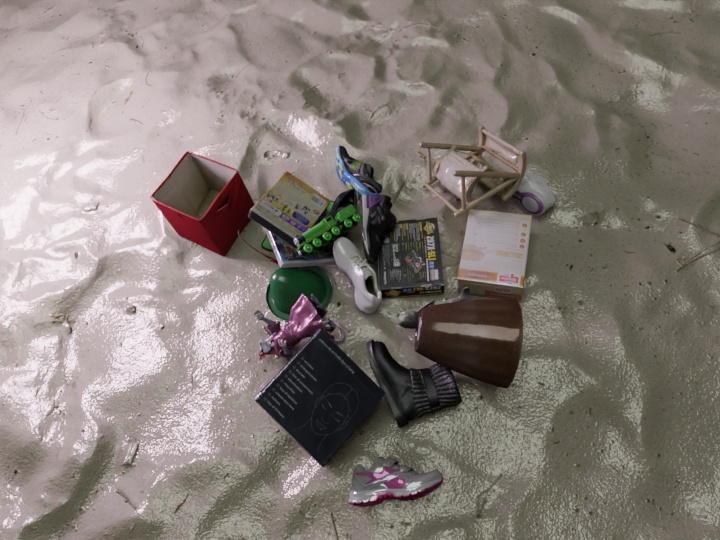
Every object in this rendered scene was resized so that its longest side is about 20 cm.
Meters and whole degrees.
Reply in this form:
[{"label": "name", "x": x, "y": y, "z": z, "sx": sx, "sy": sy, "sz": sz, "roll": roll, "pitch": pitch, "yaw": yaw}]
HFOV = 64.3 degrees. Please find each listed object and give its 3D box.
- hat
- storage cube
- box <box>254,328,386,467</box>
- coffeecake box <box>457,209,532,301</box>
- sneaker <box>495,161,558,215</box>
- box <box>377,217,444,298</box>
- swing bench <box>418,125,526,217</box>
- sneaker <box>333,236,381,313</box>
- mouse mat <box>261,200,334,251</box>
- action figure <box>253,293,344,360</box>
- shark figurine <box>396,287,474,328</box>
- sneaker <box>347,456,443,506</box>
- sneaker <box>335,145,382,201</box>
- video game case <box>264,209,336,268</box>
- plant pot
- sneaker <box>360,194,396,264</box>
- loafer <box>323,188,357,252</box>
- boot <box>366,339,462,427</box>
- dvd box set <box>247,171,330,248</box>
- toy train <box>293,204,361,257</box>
[{"label": "hat", "x": -0.181, "y": 0.011, "z": 1.380, "sx": 0.198, "sy": 0.177, "sz": 0.167, "roll": -5, "pitch": 58, "yaw": 7}, {"label": "storage cube", "x": -0.409, "y": -0.174, "z": 1.523, "sx": 0.199, "sy": 0.180, "sz": 0.172, "roll": 23, "pitch": 67, "yaw": 20}, {"label": "box", "x": -0.088, "y": 0.267, "z": 1.217, "sx": 0.200, "sy": 0.124, "sz": 0.197, "roll": 44, "pitch": 76, "yaw": 1}, {"label": "coffeecake box", "x": 0.324, "y": -0.040, "z": 1.384, "sx": 0.152, "sy": 0.073, "sz": 0.202, "roll": 8, "pitch": 63, "yaw": 15}, {"label": "sneaker", "x": 0.421, "y": -0.220, "z": 1.482, "sx": 0.099, "sy": 0.075, "sz": 0.200, "roll": -26, "pitch": 58, "yaw": -27}, {"label": "box", "x": 0.122, "y": -0.033, "z": 1.429, "sx": 0.158, "sy": 0.049, "sz": 0.202, "roll": -5, "pitch": 59, "yaw": 5}, {"label": "swing bench", "x": 0.279, "y": -0.254, "z": 1.444, "sx": 0.198, "sy": 0.131, "sz": 0.199, "roll": -17, "pitch": 36, "yaw": -13}, {"label": "sneaker", "x": 0.000, "y": 0.000, "z": 1.384, "sx": 0.070, "sy": 0.080, "sz": 0.201, "roll": -22, "pitch": 77, "yaw": -27}, {"label": "mouse mat", "x": -0.161, "y": -0.122, "z": 1.551, "sx": 0.160, "sy": 0.008, "sz": 0.201, "roll": 17, "pitch": 66, "yaw": 18}, {"label": "action figure", "x": -0.162, "y": 0.147, "z": 1.363, "sx": 0.199, "sy": 0.149, "sz": 0.134, "roll": -38, "pitch": 51, "yaw": 10}, {"label": "shark figurine", "x": 0.173, "y": 0.113, "z": 1.339, "sx": 0.213, "sy": 0.128, "sz": 0.090, "roll": -17, "pitch": 84, "yaw": -20}, {"label": "sneaker", "x": 0.068, "y": 0.421, "z": 1.167, "sx": 0.198, "sy": 0.082, "sz": 0.089, "roll": -9, "pitch": 61, "yaw": 4}, {"label": "sneaker", "x": -0.009, "y": -0.269, "z": 1.579, "sx": 0.082, "sy": 0.071, "sz": 0.200, "roll": -25, "pitch": 60, "yaw": -21}, {"label": "video game case", "x": -0.141, "y": -0.089, "z": 1.454, "sx": 0.199, "sy": 0.023, "sz": 0.183, "roll": -4, "pitch": 55, "yaw": -35}, {"label": "plant pot", "x": 0.219, "y": 0.139, "z": 1.214, "sx": 0.198, "sy": 0.187, "sz": 0.189, "roll": 9, "pitch": 62, "yaw": 0}, {"label": "sneaker", "x": 0.047, "y": -0.110, "z": 1.420, "sx": 0.087, "sy": 0.076, "sz": 0.202, "roll": -4, "pitch": 59, "yaw": 4}, {"label": "loafer", "x": -0.052, "y": -0.134, "z": 1.477, "sx": 0.068, "sy": 0.070, "sz": 0.202, "roll": 29, "pitch": 49, "yaw": -16}, {"label": "boot", "x": 0.116, "y": 0.225, "z": 1.267, "sx": 0.157, "sy": 0.079, "sz": 0.212, "roll": -27, "pitch": 71, "yaw": 2}, {"label": "dvd box set", "x": -0.176, "y": -0.158, "z": 1.452, "sx": 0.146, "sy": 0.029, "sz": 0.201, "roll": 33, "pitch": 43, "yaw": -4}, {"label": "toy train", "x": -0.080, "y": -0.099, "z": 1.396, "sx": 0.199, "sy": 0.042, "sz": 0.057, "roll": -34, "pitch": 83, "yaw": -29}]
